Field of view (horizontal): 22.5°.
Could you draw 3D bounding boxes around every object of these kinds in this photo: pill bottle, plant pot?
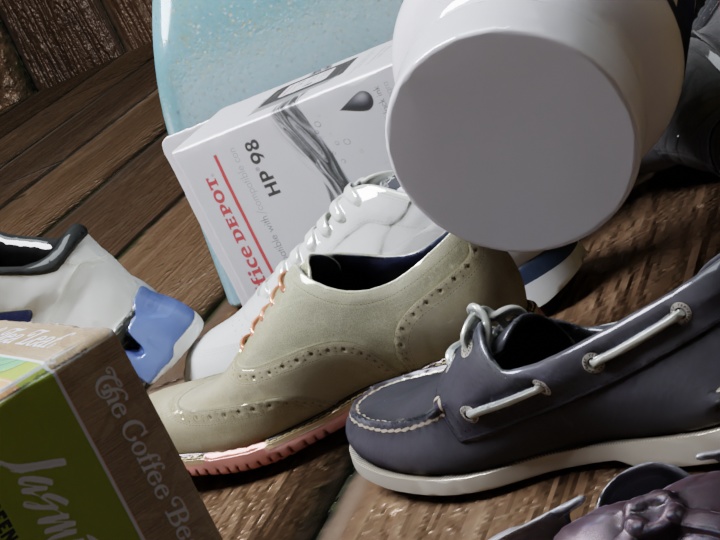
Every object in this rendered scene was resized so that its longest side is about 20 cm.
[{"bbox_3d":[0.075,-0.101,0.728,0.115,0.116,0.200,-19,28,27],"label":"pill bottle"},{"bbox_3d":[-0.022,-0.128,1.082,0.195,0.201,0.196,-23,14,9],"label":"plant pot"}]

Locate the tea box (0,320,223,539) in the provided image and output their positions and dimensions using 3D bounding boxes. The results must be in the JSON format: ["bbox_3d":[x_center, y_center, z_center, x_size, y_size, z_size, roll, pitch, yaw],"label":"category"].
[{"bbox_3d":[-0.159,0.117,0.550,0.196,0.134,0.200,-32,15,-26],"label":"tea box"}]

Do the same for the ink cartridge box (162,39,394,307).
[{"bbox_3d":[-0.010,-0.038,0.900,0.199,0.116,0.067,-19,16,27],"label":"ink cartridge box"}]

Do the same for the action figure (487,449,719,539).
[{"bbox_3d":[0.076,0.088,0.390,0.130,0.070,0.200,-31,9,7],"label":"action figure"}]

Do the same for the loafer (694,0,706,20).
[{"bbox_3d":[0.153,-0.106,0.969,0.199,0.073,0.071,-20,-18,-39],"label":"loafer"}]

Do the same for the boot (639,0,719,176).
[{"bbox_3d":[0.206,-0.094,0.861,0.200,0.070,0.131,-37,25,-23],"label":"boot"}]

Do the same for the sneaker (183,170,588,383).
[{"bbox_3d":[0.000,0.000,0.818,0.199,0.081,0.076,-24,15,18],"label":"sneaker"}]

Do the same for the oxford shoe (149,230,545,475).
[{"bbox_3d":[-0.021,0.030,0.753,0.199,0.074,0.071,-21,14,21],"label":"oxford shoe"}]

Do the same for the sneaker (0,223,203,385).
[{"bbox_3d":[-0.183,0.042,0.865,0.199,0.115,0.081,-37,10,14],"label":"sneaker"}]

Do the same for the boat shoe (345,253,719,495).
[{"bbox_3d":[0.064,0.031,0.618,0.200,0.063,0.073,-12,19,46],"label":"boat shoe"}]

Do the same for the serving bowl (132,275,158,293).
[{"bbox_3d":[-0.202,0.051,1.026,0.199,0.066,0.200,-24,13,6],"label":"serving bowl"}]
